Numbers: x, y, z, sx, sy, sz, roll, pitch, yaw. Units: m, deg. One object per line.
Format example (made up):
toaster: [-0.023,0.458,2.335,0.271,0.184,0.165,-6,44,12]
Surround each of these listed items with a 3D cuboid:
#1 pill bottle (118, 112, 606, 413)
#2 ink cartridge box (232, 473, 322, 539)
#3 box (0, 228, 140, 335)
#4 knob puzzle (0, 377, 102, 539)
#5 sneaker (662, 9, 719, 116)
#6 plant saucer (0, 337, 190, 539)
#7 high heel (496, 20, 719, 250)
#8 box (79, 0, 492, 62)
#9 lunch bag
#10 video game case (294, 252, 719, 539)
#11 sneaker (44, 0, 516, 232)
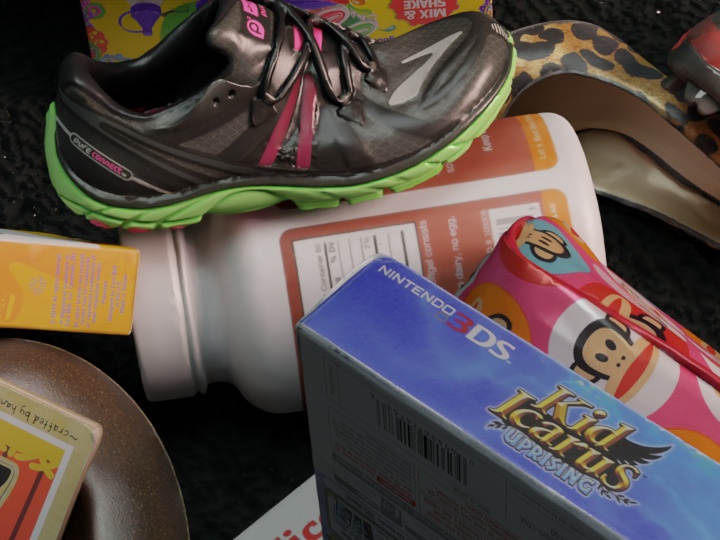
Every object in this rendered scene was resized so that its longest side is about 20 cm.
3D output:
pill bottle: [0.000,0.000,0.992,0.199,0.112,0.113,-8,49,-3]
ink cartridge box: [0.045,0.158,0.869,0.145,0.084,0.200,-37,56,-24]
box: [-0.204,-0.002,0.934,0.199,0.042,0.119,3,3,-29]
knob puzzle: [-0.213,0.112,0.835,0.219,0.221,0.030,2,5,6]
sneaker: [0.206,-0.112,1.031,0.071,0.098,0.200,44,32,20]
plant saucer: [-0.159,0.121,0.886,0.199,0.032,0.201,-7,74,25]
high heel: [0.115,-0.047,1.048,0.199,0.072,0.143,-3,42,-10]
box: [-0.039,-0.197,1.160,0.199,0.122,0.193,-4,50,1]
lunch bag: [0.111,0.057,0.844,0.176,0.200,0.082,36,95,7]
video game case: [0.071,0.109,0.735,0.200,0.182,0.045,33,58,26]
sneaker: [-0.030,-0.073,0.929,0.199,0.084,0.077,-14,35,-11]
